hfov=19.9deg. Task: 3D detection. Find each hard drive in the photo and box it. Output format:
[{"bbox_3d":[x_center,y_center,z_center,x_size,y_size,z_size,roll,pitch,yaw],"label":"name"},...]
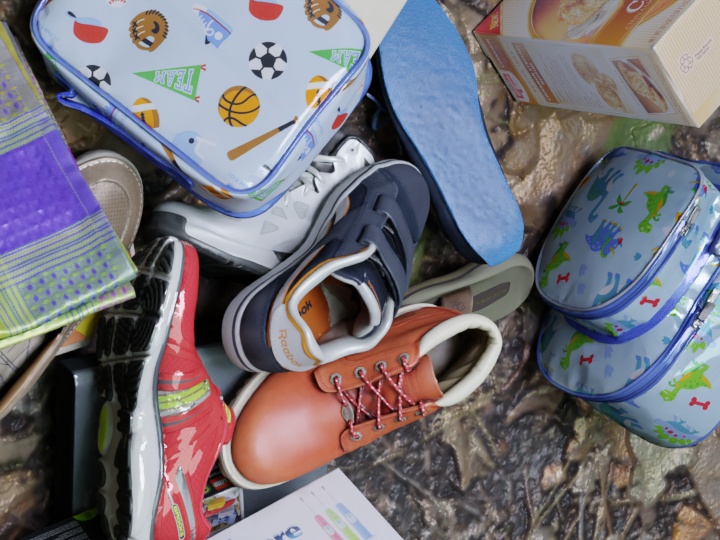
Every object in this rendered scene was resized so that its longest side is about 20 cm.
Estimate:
[{"bbox_3d":[-0.111,0.110,1.374,0.199,0.033,0.141,-10,116,-32],"label":"hard drive"}]

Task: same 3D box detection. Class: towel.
[{"bbox_3d":[-0.233,-0.050,1.221,0.143,0.023,0.201,-22,74,-26],"label":"towel"}]

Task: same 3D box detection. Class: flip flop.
[{"bbox_3d":[0.059,0.048,1.460,0.199,0.058,0.081,-26,147,-35],"label":"flip flop"}]

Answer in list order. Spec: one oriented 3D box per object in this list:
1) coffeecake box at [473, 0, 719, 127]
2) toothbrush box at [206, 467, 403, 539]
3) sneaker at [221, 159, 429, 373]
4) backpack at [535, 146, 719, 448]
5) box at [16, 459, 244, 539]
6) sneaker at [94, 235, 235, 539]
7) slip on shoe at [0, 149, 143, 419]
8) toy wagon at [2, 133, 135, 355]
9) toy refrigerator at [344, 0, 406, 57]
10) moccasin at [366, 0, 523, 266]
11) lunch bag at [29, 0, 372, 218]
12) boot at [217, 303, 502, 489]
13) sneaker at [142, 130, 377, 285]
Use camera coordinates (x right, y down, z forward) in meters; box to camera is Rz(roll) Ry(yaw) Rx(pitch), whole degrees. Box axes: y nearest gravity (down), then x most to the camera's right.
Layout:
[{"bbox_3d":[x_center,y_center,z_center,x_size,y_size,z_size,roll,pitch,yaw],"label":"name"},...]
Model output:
[{"bbox_3d":[0.202,-0.185,1.447,0.154,0.199,0.073,-46,120,-19],"label":"coffeecake box"},{"bbox_3d":[-0.053,0.252,1.371,0.145,0.086,0.201,-25,140,-28],"label":"toothbrush box"},{"bbox_3d":[0.000,0.000,1.340,0.200,0.079,0.079,-48,124,-34],"label":"sneaker"},{"bbox_3d":[0.216,0.014,1.507,0.146,0.183,0.201,30,87,-27],"label":"backpack"},{"bbox_3d":[-0.168,0.206,1.335,0.199,0.035,0.111,-21,131,-24],"label":"box"},{"bbox_3d":[-0.118,0.078,1.287,0.084,0.077,0.202,2,97,-33],"label":"sneaker"},{"bbox_3d":[-0.194,0.014,1.251,0.200,0.060,0.076,-50,121,-16],"label":"slip on shoe"},{"bbox_3d":[-0.235,-0.027,1.277,0.200,0.039,0.156,35,78,-33],"label":"toy wagon"},{"bbox_3d":[-0.019,-0.180,1.375,0.070,0.076,0.201,39,76,-32],"label":"toy refrigerator"},{"bbox_3d":[0.048,-0.095,1.436,0.080,0.068,0.202,-18,92,-18],"label":"moccasin"},{"bbox_3d":[-0.103,-0.137,1.276,0.200,0.076,0.161,38,82,8],"label":"lunch bag"},{"bbox_3d":[0.000,0.079,1.334,0.199,0.107,0.075,-31,105,-24],"label":"boot"},{"bbox_3d":[-0.059,-0.048,1.384,0.200,0.075,0.116,15,81,-43],"label":"sneaker"}]
